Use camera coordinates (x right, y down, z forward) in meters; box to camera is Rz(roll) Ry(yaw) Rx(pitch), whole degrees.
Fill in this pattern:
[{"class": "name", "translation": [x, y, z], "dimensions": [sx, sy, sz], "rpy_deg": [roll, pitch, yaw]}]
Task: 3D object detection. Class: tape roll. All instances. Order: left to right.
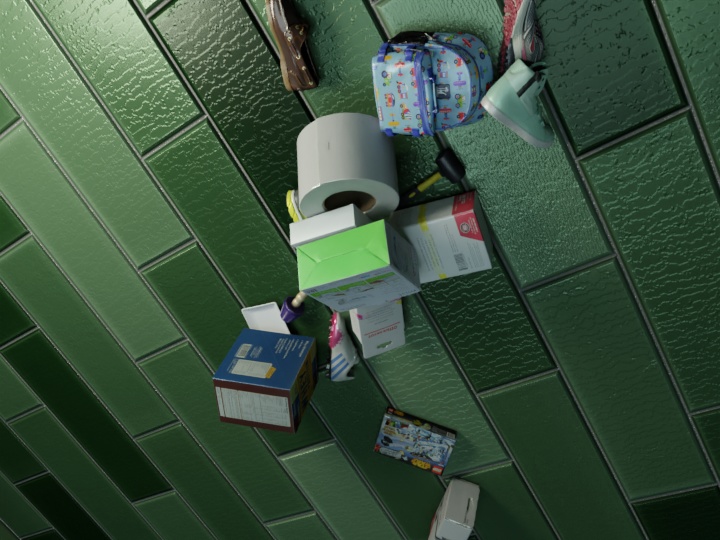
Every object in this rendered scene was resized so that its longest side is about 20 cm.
[{"class": "tape roll", "translation": [-0.026, -0.191, 1.289], "dimensions": [0.196, 0.144, 0.204], "rpy_deg": [-3, 158, -1]}]

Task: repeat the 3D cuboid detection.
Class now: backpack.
[{"class": "backpack", "translation": [0.136, -0.334, 1.195], "dimensions": [0.195, 0.135, 0.188], "rpy_deg": [10, 123, 27]}]

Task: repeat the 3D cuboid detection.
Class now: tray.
[{"class": "tray", "translation": [-0.219, 0.170, 1.684], "dimensions": [0.104, 0.022, 0.204], "rpy_deg": [-11, 116, 21]}]

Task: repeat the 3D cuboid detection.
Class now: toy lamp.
[{"class": "toy lamp", "translation": [-0.130, 0.049, 1.568], "dimensions": [0.058, 0.059, 0.201], "rpy_deg": [36, 122, -8]}]

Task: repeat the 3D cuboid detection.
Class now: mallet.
[{"class": "mallet", "translation": [0.123, -0.182, 1.370], "dimensions": [0.197, 0.041, 0.066], "rpy_deg": [-25, 112, 32]}]

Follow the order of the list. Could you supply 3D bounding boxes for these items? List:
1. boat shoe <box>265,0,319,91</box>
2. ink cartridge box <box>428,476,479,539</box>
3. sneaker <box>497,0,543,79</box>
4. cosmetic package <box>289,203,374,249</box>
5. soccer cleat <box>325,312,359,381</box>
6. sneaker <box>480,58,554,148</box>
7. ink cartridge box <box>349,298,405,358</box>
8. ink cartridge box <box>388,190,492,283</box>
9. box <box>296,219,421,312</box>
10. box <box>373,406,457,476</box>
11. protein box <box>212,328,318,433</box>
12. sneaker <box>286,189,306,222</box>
[{"class": "boat shoe", "translation": [-0.126, -0.447, 1.266], "dimensions": [0.068, 0.071, 0.204], "rpy_deg": [2, 129, 23]}, {"class": "ink cartridge box", "translation": [0.246, 0.682, 1.775], "dimensions": [0.081, 0.146, 0.204], "rpy_deg": [19, 124, 6]}, {"class": "sneaker", "translation": [0.289, -0.420, 1.158], "dimensions": [0.072, 0.082, 0.204], "rpy_deg": [-3, 134, -1]}, {"class": "cosmetic package", "translation": [-0.033, -0.059, 1.359], "dimensions": [0.147, 0.053, 0.199], "rpy_deg": [-17, 155, 22]}, {"class": "soccer cleat", "translation": [-0.040, 0.188, 1.624], "dimensions": [0.083, 0.071, 0.205], "rpy_deg": [3, 124, -4]}, {"class": "sneaker", "translation": [0.317, -0.300, 1.181], "dimensions": [0.197, 0.075, 0.119], "rpy_deg": [17, 124, -41]}, {"class": "ink cartridge box", "translation": [0.034, 0.086, 1.503], "dimensions": [0.112, 0.068, 0.205], "rpy_deg": [-17, 119, -15]}, {"class": "ink cartridge box", "translation": [0.167, -0.065, 1.388], "dimensions": [0.194, 0.084, 0.148], "rpy_deg": [-12, 123, 22]}, {"class": "box", "translation": [0.000, 0.000, 1.311], "dimensions": [0.195, 0.100, 0.176], "rpy_deg": [-16, 157, 23]}, {"class": "box", "translation": [0.142, 0.450, 1.732], "dimensions": [0.194, 0.040, 0.140], "rpy_deg": [19, 122, 5]}, {"class": "protein box", "translation": [-0.224, 0.264, 1.608], "dimensions": [0.193, 0.200, 0.139], "rpy_deg": [6, 122, 13]}, {"class": "sneaker", "translation": [-0.091, -0.095, 1.459], "dimensions": [0.083, 0.075, 0.203], "rpy_deg": [-20, 116, 20]}]
